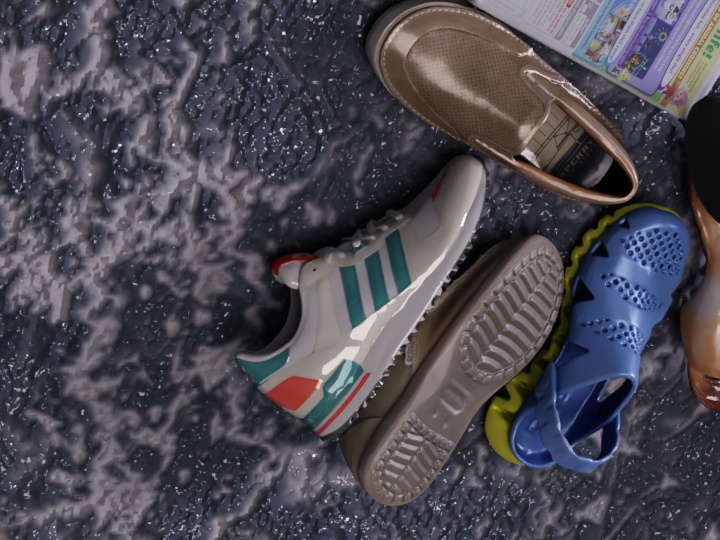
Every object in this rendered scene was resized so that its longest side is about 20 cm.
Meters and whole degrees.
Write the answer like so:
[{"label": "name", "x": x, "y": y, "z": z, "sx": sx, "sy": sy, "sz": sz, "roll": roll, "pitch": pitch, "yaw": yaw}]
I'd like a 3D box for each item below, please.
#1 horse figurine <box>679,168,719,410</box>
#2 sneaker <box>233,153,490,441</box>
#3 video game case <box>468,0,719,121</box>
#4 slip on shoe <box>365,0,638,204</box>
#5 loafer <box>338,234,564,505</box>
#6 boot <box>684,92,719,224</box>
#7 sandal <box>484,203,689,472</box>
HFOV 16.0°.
[{"label": "horse figurine", "x": 0.257, "y": 0.015, "z": 1.695, "sx": 0.132, "sy": 0.050, "sz": 0.200, "roll": 3, "pitch": 111, "yaw": -30}, {"label": "sneaker", "x": 0.000, "y": 0.000, "z": 1.568, "sx": 0.093, "sy": 0.070, "sz": 0.200, "roll": 33, "pitch": 87, "yaw": -6}, {"label": "video game case", "x": 0.184, "y": -0.213, "z": 1.568, "sx": 0.182, "sy": 0.022, "sz": 0.200, "roll": 25, "pitch": 101, "yaw": -30}, {"label": "slip on shoe", "x": 0.091, "y": -0.098, "z": 1.564, "sx": 0.200, "sy": 0.061, "sz": 0.076, "roll": 36, "pitch": 98, "yaw": -32}, {"label": "loafer", "x": 0.051, "y": 0.053, "z": 1.619, "sx": 0.200, "sy": 0.068, "sz": 0.076, "roll": -51, "pitch": 134, "yaw": -13}, {"label": "boot", "x": 0.309, "y": -0.073, "z": 1.652, "sx": 0.174, "sy": 0.069, "sz": 0.200, "roll": -45, "pitch": 111, "yaw": -27}, {"label": "sandal", "x": 0.159, "y": 0.052, "z": 1.652, "sx": 0.079, "sy": 0.087, "sz": 0.200, "roll": 18, "pitch": 104, "yaw": -27}]
